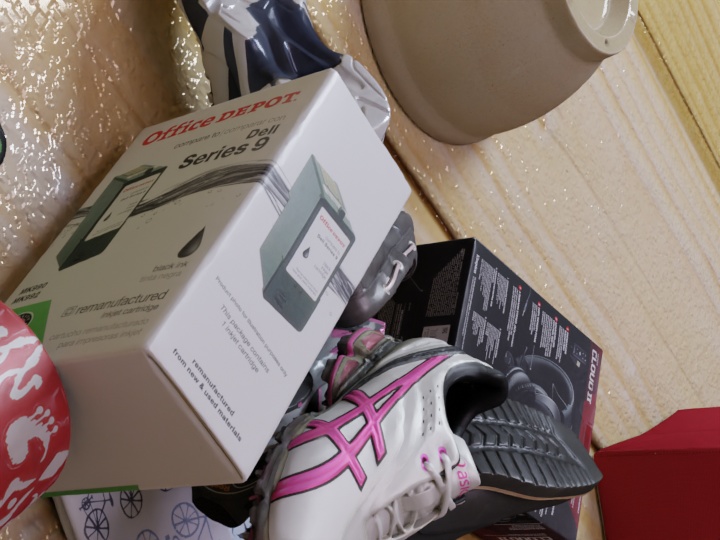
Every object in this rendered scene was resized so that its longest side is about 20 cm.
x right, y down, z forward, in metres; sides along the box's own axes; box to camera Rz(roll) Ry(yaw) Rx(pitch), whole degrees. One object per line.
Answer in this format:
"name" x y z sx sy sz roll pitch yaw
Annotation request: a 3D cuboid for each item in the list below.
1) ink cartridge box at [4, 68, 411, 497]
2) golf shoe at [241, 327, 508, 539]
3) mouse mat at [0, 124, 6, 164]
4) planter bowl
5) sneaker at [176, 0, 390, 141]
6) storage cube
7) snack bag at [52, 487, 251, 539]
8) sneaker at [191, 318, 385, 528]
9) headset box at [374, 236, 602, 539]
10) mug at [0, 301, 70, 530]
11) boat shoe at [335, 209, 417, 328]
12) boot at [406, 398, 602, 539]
"ink cartridge box" -0.083 0.005 0.737 0.084 0.145 0.201 56 43 -27
"golf shoe" 0.009 0.097 0.737 0.200 0.091 0.073 -58 147 -48
"mouse mat" -0.252 -0.078 0.672 0.200 0.007 0.162 -44 118 -46
"planter bowl" 0.111 -0.199 1.070 0.199 0.134 0.203 14 72 -51
"sneaker" -0.066 -0.104 0.874 0.079 0.130 0.199 -23 63 -37
"storage cube" 0.314 0.212 1.232 0.170 0.178 0.202 -14 96 -53
"snack bag" -0.098 0.082 0.837 0.200 0.021 0.190 -33 110 -51
"sneaker" -0.050 0.074 0.841 0.200 0.080 0.087 -34 141 -64
"headset box" 0.089 0.091 1.038 0.200 0.077 0.150 37 56 -45
"mug" -0.222 0.107 0.607 0.200 0.133 0.179 -40 154 -53
"boat shoe" 0.000 0.000 0.901 0.057 0.066 0.200 63 11 2
"boot" 0.036 0.148 0.903 0.198 0.139 0.078 7 34 -34
